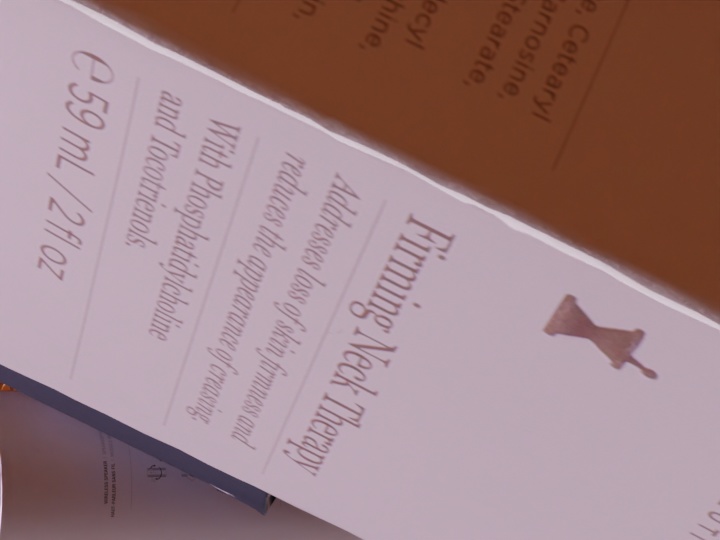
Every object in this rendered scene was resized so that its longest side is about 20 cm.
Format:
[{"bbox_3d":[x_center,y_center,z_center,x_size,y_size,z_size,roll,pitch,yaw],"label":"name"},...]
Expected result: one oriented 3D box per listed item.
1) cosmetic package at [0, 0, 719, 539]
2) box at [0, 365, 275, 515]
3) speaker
[{"bbox_3d":[0.042,-0.039,0.506,0.199,0.167,0.168,26,152,1],"label":"cosmetic package"},{"bbox_3d":[-0.048,-0.053,0.687,0.148,0.201,0.107,26,171,1],"label":"box"},{"bbox_3d":[-0.072,0.091,1.008,0.199,0.082,0.081,0,-177,-26],"label":"speaker"}]
